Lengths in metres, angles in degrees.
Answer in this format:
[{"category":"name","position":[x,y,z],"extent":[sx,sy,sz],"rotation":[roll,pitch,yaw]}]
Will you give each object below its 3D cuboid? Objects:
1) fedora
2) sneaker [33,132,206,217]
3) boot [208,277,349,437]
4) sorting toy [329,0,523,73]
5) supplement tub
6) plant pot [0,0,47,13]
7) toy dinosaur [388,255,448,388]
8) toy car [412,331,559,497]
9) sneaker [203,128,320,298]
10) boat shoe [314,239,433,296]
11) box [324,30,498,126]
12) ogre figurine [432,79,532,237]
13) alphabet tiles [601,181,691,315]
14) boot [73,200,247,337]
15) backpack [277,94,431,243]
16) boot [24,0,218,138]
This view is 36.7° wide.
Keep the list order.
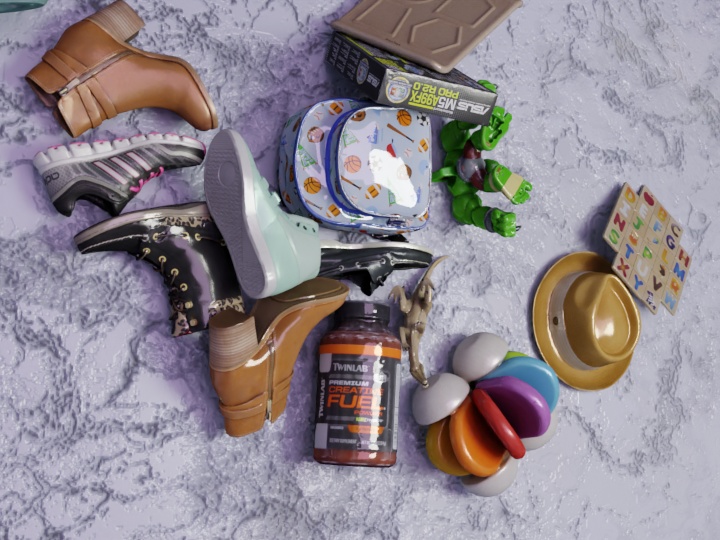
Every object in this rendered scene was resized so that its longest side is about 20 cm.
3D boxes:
[{"category":"fedora","position":[0.338,0.069,1.537],"extent":[0.199,0.082,0.203],"rotation":[4,81,-26]},{"category":"sneaker","position":[-0.274,-0.108,1.265],"extent":[0.198,0.074,0.088],"rotation":[-10,88,-22]},{"category":"boot","position":[-0.092,0.103,1.307],"extent":[0.199,0.076,0.157],"rotation":[-27,124,-38]},{"category":"sorting toy","position":[0.088,-0.330,1.426],"extent":[0.200,0.184,0.037],"rotation":[-42,146,-33]},{"category":"supplement tub","position":[-0.003,0.141,1.348],"extent":[0.106,0.107,0.202],"rotation":[7,80,-25]},{"category":"plant pot","position":[-0.411,-0.361,1.165],"extent":[0.199,0.200,0.163],"rotation":[-11,100,-27]},{"category":"toy dinosaur","position":[0.073,0.048,1.414],"extent":[0.058,0.101,0.202],"rotation":[4,63,13]},{"category":"toy car","position":[0.180,0.185,1.408],"extent":[0.200,0.150,0.175],"rotation":[-42,102,-24]},{"category":"sneaker","position":[-0.112,-0.072,1.295],"extent":[0.118,0.073,0.202],"rotation":[-13,86,-49]},{"category":"boat shoe","position":[0.001,-0.001,1.382],"extent":[0.198,0.074,0.067],"rotation":[2,77,-23]},{"category":"box","position":[0.060,-0.246,1.380],"extent":[0.159,0.200,0.045],"rotation":[7,111,-26]},{"category":"ogre figurine","position":[0.156,-0.142,1.454],"extent":[0.098,0.120,0.201],"rotation":[-29,98,-30]},{"category":"alphabet tiles","position":[0.425,-0.033,1.598],"extent":[0.166,0.006,0.200],"rotation":[46,46,-14]},{"category":"boot","position":[-0.226,0.003,1.275],"extent":[0.199,0.073,0.152],"rotation":[-12,88,-35]},{"category":"backpack","position":[-0.005,-0.131,1.364],"extent":[0.189,0.154,0.202],"rotation":[0,86,-17]},{"category":"boot","position":[-0.279,-0.203,1.277],"extent":[0.200,0.074,0.155],"rotation":[44,66,-2]}]
